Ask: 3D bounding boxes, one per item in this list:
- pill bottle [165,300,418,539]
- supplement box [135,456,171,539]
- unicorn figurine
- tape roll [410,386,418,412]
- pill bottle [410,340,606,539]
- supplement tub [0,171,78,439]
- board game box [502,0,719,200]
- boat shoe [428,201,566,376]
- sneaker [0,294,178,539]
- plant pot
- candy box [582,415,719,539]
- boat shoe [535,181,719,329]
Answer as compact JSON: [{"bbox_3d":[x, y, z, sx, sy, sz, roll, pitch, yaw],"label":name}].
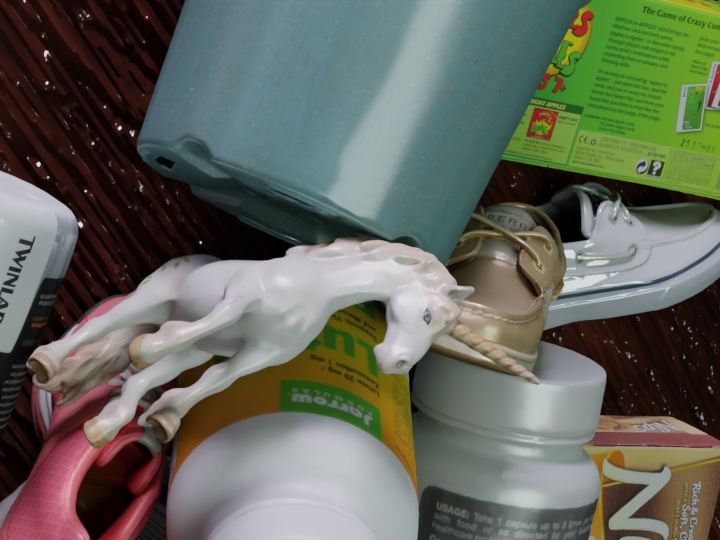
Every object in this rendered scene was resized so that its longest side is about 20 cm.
[{"bbox_3d":[-0.030,0.091,1.002,0.111,0.200,0.111,-1,121,-1],"label":"pill bottle"},{"bbox_3d":[-0.075,0.203,1.132,0.101,0.103,0.201,5,102,-36],"label":"supplement box"},{"bbox_3d":[-0.049,0.024,0.933,0.137,0.200,0.074,-33,124,-34],"label":"unicorn figurine"},{"bbox_3d":[0.051,0.160,1.239,0.200,0.048,0.201,-12,112,-31],"label":"tape roll"},{"bbox_3d":[0.058,0.137,1.135,0.113,0.114,0.201,4,104,-36],"label":"pill bottle"},{"bbox_3d":[-0.211,0.046,0.971,0.122,0.122,0.201,18,94,-37],"label":"supplement tub"},{"bbox_3d":[0.137,-0.103,1.195,0.199,0.048,0.102,8,106,-32],"label":"board game box"},{"bbox_3d":[0.061,0.001,1.066,0.073,0.200,0.069,18,100,4],"label":"boat shoe"},{"bbox_3d":[-0.111,0.083,1.026,0.074,0.087,0.200,40,42,-22],"label":"sneaker"},{"bbox_3d":[0.004,-0.112,1.002,0.200,0.200,0.197,28,81,-38],"label":"plant pot"},{"bbox_3d":[0.125,0.182,1.233,0.115,0.055,0.201,4,103,-36],"label":"candy box"},{"bbox_3d":[0.124,-0.013,1.213,0.200,0.074,0.067,-18,118,-28],"label":"boat shoe"}]
